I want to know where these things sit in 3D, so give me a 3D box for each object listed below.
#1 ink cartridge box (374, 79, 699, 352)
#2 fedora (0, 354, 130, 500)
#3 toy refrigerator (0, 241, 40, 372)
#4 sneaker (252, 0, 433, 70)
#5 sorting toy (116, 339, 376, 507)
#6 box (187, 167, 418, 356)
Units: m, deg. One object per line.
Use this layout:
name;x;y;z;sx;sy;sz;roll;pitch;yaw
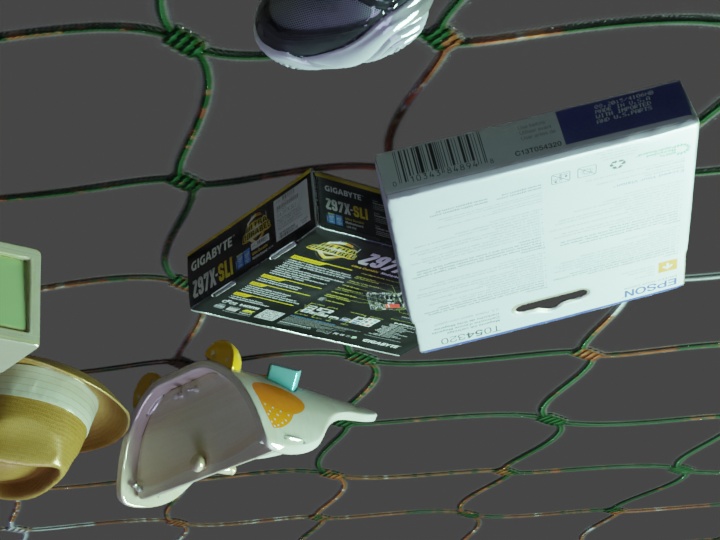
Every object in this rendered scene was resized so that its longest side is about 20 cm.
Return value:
ink cartridge box;0.117;-0.031;1.070;0.196;0.043;0.200;-14;150;-1
fedora;-0.296;0.139;1.369;0.200;0.082;0.201;4;149;3
toy refrigerator;-0.320;0.010;1.112;0.200;0.076;0.070;14;151;-34
sneaker;0.010;-0.168;0.760;0.200;0.076;0.114;-24;150;27
sorting toy;-0.086;0.134;1.422;0.200;0.107;0.180;-24;157;40
box;0.000;0.000;1.175;0.200;0.049;0.160;14;149;-35
